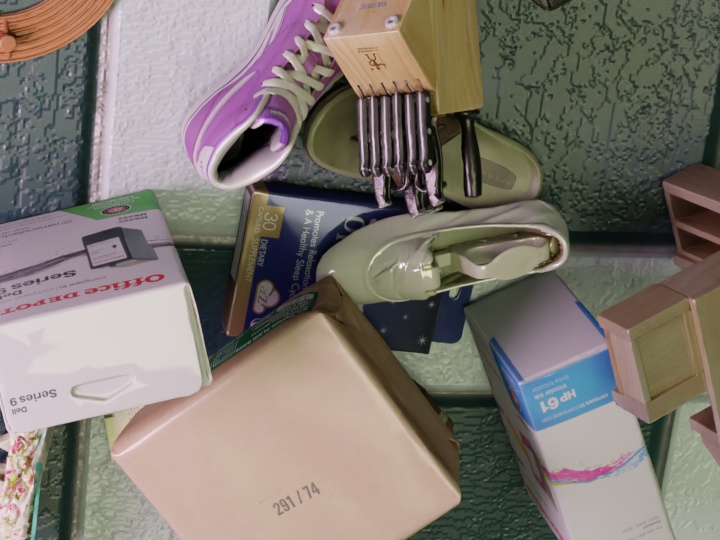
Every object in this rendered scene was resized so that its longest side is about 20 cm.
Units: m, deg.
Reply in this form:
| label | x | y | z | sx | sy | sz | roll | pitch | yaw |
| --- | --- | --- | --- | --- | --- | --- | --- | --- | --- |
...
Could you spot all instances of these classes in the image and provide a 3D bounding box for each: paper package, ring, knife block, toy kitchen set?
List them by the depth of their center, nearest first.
| label | x | y | z | sx | sy | sz | roll | pitch | yaw |
| --- | --- | --- | --- | --- | --- | --- | --- | --- | --- |
| ring | -0.256 | -0.241 | 1.365 | 0.200 | 0.019 | 0.200 | -5 | 113 | -13 |
| knife block | 0.050 | -0.145 | 1.415 | 0.064 | 0.200 | 0.176 | -1 | 141 | 31 |
| paper package | -0.051 | 0.138 | 1.462 | 0.200 | 0.103 | 0.191 | -34 | 102 | 12 |
| toy kitchen set | 0.253 | 0.048 | 1.498 | 0.200 | 0.180 | 0.163 | -26 | 117 | -20 |

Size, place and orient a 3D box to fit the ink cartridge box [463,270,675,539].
| label | x | y | z | sx | sy | sz | roll | pitch | yaw |
| --- | --- | --- | --- | --- | --- | --- | --- | --- | --- |
| ink cartridge box | 0.166 | 0.123 | 1.548 | 0.085 | 0.145 | 0.200 | -24 | 117 | -4 |

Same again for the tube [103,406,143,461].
| label | x | y | z | sx | sy | sz | roll | pitch | yaw |
| --- | --- | --- | --- | --- | --- | --- | --- | --- | --- |
| tube | -0.103 | 0.099 | 1.529 | 0.200 | 0.052 | 0.058 | -10 | 70 | -1 |

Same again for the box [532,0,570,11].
| label | x | y | z | sx | sy | sz | roll | pitch | yaw |
| --- | --- | --- | --- | --- | --- | --- | --- | --- | --- |
| box | 0.178 | -0.323 | 1.428 | 0.200 | 0.050 | 0.199 | -28 | 116 | -3 |

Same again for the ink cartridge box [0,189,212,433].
| label | x | y | z | sx | sy | sz | roll | pitch | yaw |
| --- | --- | --- | --- | --- | --- | --- | --- | --- | --- |
| ink cartridge box | -0.195 | 0.025 | 1.387 | 0.146 | 0.200 | 0.084 | -14 | 113 | -9 |

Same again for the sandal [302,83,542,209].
| label | x | y | z | sx | sy | sz | roll | pitch | yaw |
| --- | --- | --- | --- | --- | --- | --- | --- | --- | --- |
| sandal | 0.054 | -0.090 | 1.484 | 0.201 | 0.057 | 0.080 | 15 | 107 | -19 |

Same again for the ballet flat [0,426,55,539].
| label | x | y | z | sx | sy | sz | roll | pitch | yaw |
| --- | --- | --- | --- | --- | --- | --- | --- | --- | --- |
| ballet flat | -0.266 | 0.138 | 1.492 | 0.064 | 0.076 | 0.200 | 11 | 99 | -10 |

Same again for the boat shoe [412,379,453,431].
| label | x | y | z | sx | sy | sz | roll | pitch | yaw |
| --- | --- | --- | --- | --- | --- | --- | --- | --- | --- |
| boat shoe | -0.024 | 0.154 | 1.561 | 0.201 | 0.072 | 0.066 | -32 | 98 | 8 |

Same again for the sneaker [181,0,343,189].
| label | x | y | z | sx | sy | sz | roll | pitch | yaw |
| --- | --- | --- | --- | --- | --- | --- | --- | --- | --- |
| sneaker | -0.043 | -0.137 | 1.410 | 0.073 | 0.114 | 0.200 | 37 | 98 | -23 |

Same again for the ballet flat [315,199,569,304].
| label | x | y | z | sx | sy | sz | roll | pitch | yaw |
| --- | --- | --- | --- | --- | --- | --- | --- | --- | --- |
| ballet flat | 0.067 | -0.010 | 1.482 | 0.200 | 0.069 | 0.069 | -12 | 114 | -10 |

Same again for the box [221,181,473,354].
| label | x | y | z | sx | sy | sz | roll | pitch | yaw |
| --- | --- | --- | --- | --- | --- | --- | --- | --- | --- |
| box | 0.000 | 0.000 | 1.522 | 0.200 | 0.032 | 0.121 | 5 | 110 | -17 |
